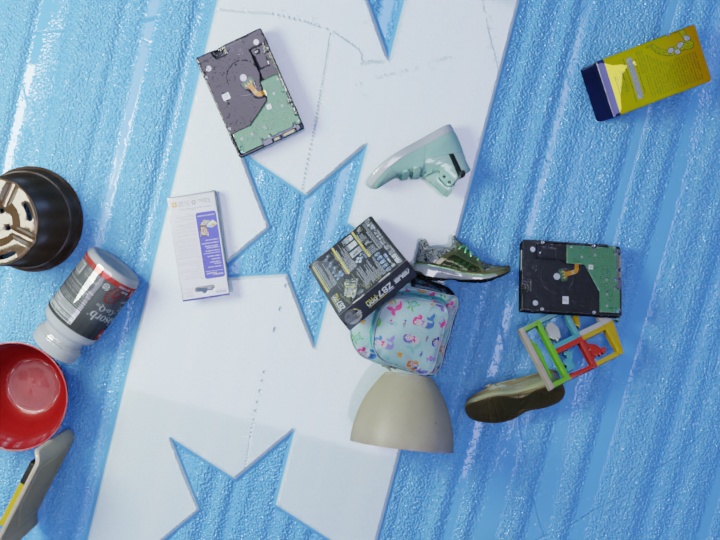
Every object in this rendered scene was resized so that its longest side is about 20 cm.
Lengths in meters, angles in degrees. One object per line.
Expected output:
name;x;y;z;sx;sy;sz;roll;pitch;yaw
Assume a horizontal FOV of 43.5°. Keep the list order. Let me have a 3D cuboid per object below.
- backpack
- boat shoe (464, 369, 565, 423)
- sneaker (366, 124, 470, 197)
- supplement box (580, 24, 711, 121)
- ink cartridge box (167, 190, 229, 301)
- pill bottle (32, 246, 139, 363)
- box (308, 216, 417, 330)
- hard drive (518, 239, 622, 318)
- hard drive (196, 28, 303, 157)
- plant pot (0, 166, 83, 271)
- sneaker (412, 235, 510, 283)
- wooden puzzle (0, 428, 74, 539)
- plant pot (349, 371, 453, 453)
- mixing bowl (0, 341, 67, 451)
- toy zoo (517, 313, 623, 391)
backpack;0.075;0.100;1.713;0.197;0.151;0.181;16;101;2
boat shoe;0.300;0.243;1.779;0.197;0.063;0.074;-18;122;6
sneaker;0.115;-0.180;1.721;0.198;0.074;0.119;-30;89;-2
supplement box;0.537;-0.371;1.707;0.197;0.109;0.111;-20;95;-1
ink cartridge box;-0.311;-0.047;1.739;0.093;0.037;0.204;-8;92;-2
pill bottle;-0.519;0.067;1.700;0.115;0.116;0.201;38;93;-4
box;0.000;0.000;1.674;0.160;0.200;0.049;-37;124;0
hard drive;0.407;0.017;1.753;0.196;0.038;0.142;3;79;-2
hard drive;-0.208;-0.335;1.711;0.138;0.038;0.203;-25;94;0
plant pot;-0.630;-0.092;1.643;0.196;0.198;0.204;0;94;-2
sneaker;0.195;-0.024;1.744;0.196;0.077;0.090;4;86;-5
wooden puzzle;-0.613;0.406;1.689;0.037;0.185;0.203;23;93;0
plant pot;0.084;0.265;1.707;0.196;0.200;0.137;6;83;-3
mixing bowl;-0.637;0.229;1.711;0.196;0.108;0.204;0;94;0
toy zoo;0.421;0.132;1.754;0.197;0.021;0.133;-23;75;-10
